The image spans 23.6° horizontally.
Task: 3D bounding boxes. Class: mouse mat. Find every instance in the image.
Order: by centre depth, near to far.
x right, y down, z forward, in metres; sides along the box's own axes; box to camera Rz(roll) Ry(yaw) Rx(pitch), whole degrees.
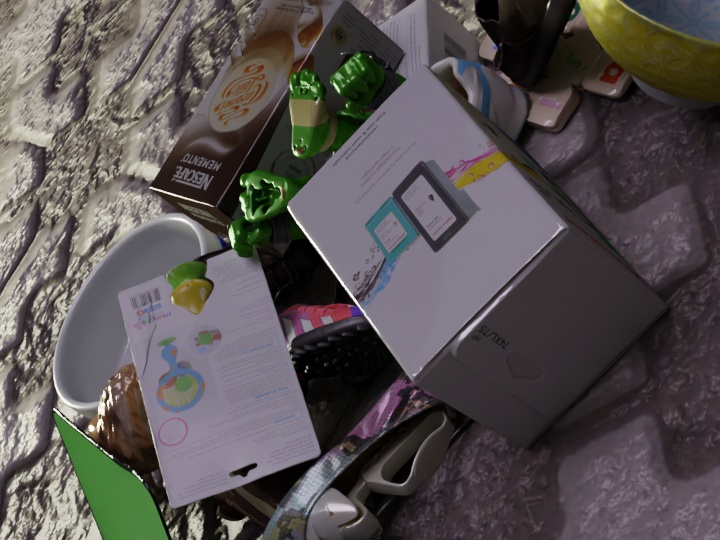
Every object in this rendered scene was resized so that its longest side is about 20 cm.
[{"bbox_3d":[-0.183,0.202,1.366,0.008,0.161,0.200,-29,28,-24],"label":"mouse mat"}]

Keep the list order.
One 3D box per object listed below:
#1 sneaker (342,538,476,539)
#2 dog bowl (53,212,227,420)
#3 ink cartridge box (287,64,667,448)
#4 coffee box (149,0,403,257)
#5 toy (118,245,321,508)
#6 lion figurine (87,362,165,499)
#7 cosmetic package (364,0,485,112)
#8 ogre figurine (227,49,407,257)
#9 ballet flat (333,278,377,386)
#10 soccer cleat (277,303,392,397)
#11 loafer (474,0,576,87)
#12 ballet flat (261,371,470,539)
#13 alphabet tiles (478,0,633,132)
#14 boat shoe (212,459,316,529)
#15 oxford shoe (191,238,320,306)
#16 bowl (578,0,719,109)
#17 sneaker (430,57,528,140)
[{"bbox_3d":[0.028,0.226,1.159,0.200,0.066,0.079,-10,57,45],"label":"sneaker"},{"bbox_3d":[-0.181,0.053,1.546,0.200,0.079,0.200,-31,40,30],"label":"dog bowl"},{"bbox_3d":[0.079,-0.009,1.200,0.146,0.147,0.200,-46,47,10],"label":"ink cartridge box"},{"bbox_3d":[-0.069,-0.123,1.416,0.114,0.080,0.200,17,74,53],"label":"coffee box"},{"bbox_3d":[-0.106,0.083,1.304,0.115,0.047,0.200,-20,58,1],"label":"toy"},{"bbox_3d":[-0.189,0.141,1.400,0.072,0.123,0.200,-27,4,-29],"label":"lion figurine"},{"bbox_3d":[0.006,-0.133,1.481,0.200,0.085,0.108,-31,40,31],"label":"cosmetic package"},{"bbox_3d":[-0.011,-0.081,1.300,0.098,0.120,0.200,45,122,43],"label":"ogre figurine"},{"bbox_3d":[0.000,0.000,1.402,0.067,0.046,0.200,-19,50,38],"label":"ballet flat"},{"bbox_3d":[-0.034,0.050,1.335,0.200,0.068,0.073,-30,45,53],"label":"soccer cleat"},{"bbox_3d":[0.124,-0.202,1.317,0.200,0.071,0.073,106,-172,-76],"label":"loafer"},{"bbox_3d":[0.008,0.151,1.239,0.200,0.069,0.071,-47,37,-8],"label":"ballet flat"},{"bbox_3d":[0.182,-0.204,1.397,0.200,0.015,0.196,-57,34,-5],"label":"alphabet tiles"},{"bbox_3d":[-0.086,0.165,1.360,0.202,0.075,0.075,43,129,53],"label":"boat shoe"},{"bbox_3d":[-0.088,0.004,1.430,0.084,0.073,0.200,-21,18,30],"label":"oxford shoe"},{"bbox_3d":[0.237,-0.178,1.205,0.108,0.200,0.200,99,171,-46],"label":"bowl"},{"bbox_3d":[0.060,-0.069,1.360,0.076,0.081,0.200,6,74,51],"label":"sneaker"}]
